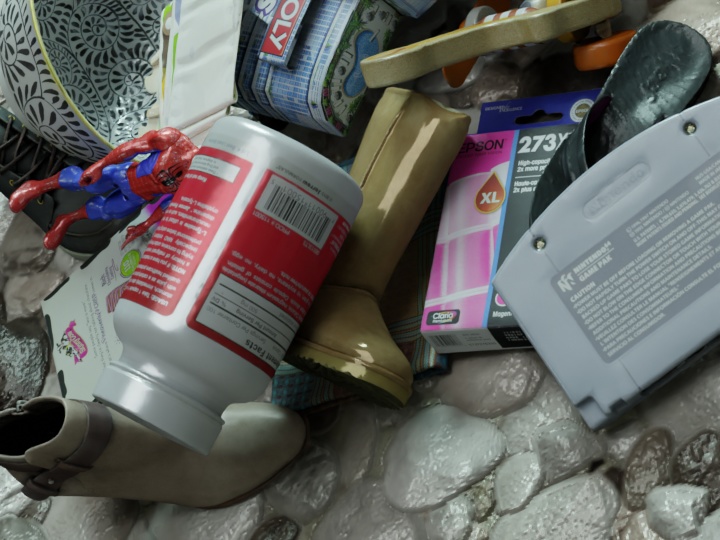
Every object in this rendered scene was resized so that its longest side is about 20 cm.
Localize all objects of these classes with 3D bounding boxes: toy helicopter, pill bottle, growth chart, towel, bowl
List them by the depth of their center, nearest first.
[{"bbox_3d":[-0.089,0.012,1.463,0.112,0.112,0.201,20,79,45],"label":"pill bottle"},{"bbox_3d":[0.084,-0.162,1.544,0.199,0.079,0.132,-20,13,-25],"label":"toy helicopter"},{"bbox_3d":[0.000,0.000,1.587,0.146,0.022,0.201,-19,51,29],"label":"towel"},{"bbox_3d":[-0.116,-0.165,1.649,0.144,0.018,0.201,-5,75,56],"label":"growth chart"},{"bbox_3d":[-0.216,-0.158,1.746,0.094,0.200,0.202,-23,49,31],"label":"bowl"}]

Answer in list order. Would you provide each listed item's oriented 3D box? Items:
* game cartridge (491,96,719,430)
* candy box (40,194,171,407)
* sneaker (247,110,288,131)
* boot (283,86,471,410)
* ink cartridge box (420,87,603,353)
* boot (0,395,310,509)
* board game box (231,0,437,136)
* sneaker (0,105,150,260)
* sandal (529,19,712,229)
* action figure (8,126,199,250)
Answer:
[{"bbox_3d":[0.186,-0.013,1.395,0.200,0.041,0.134,-37,69,12],"label":"game cartridge"},{"bbox_3d":[-0.135,0.019,1.638,0.200,0.061,0.137,-40,41,18],"label":"candy box"},{"bbox_3d":[-0.007,-0.172,1.684,0.199,0.071,0.083,-36,53,20],"label":"sneaker"},{"bbox_3d":[0.018,-0.020,1.501,0.175,0.066,0.201,20,80,57],"label":"boot"},{"bbox_3d":[0.103,-0.041,1.516,0.094,0.037,0.201,-5,56,28],"label":"ink cartridge box"},{"bbox_3d":[-0.154,0.116,1.535,0.199,0.146,0.071,-20,61,31],"label":"boot"},{"bbox_3d":[-0.018,-0.204,1.614,0.199,0.062,0.201,17,80,48],"label":"board game box"},{"bbox_3d":[-0.254,-0.075,1.781,0.199,0.106,0.075,23,77,46],"label":"sneaker"},{"bbox_3d":[0.165,-0.084,1.468,0.075,0.048,0.201,21,70,16],"label":"sandal"},{"bbox_3d":[-0.169,-0.059,1.632,0.199,0.066,0.052,-18,29,39],"label":"action figure"}]
